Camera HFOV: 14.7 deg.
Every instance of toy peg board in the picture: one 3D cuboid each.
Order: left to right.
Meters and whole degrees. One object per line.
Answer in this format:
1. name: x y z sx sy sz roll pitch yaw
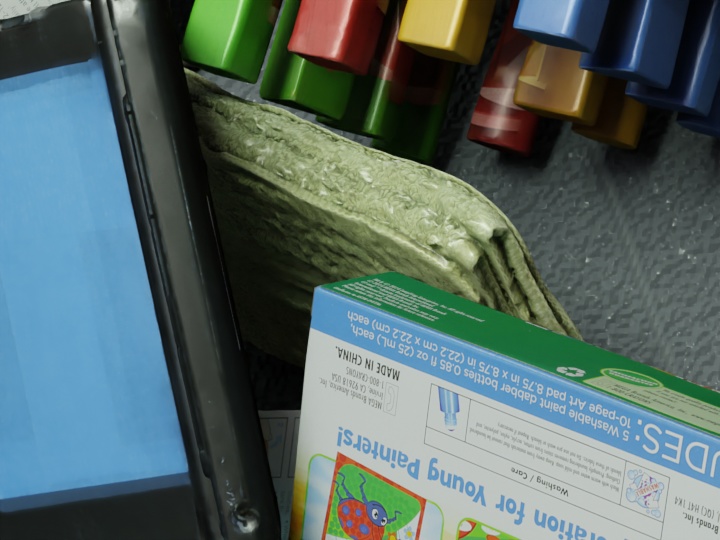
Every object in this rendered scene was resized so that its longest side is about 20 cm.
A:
1. toy peg board: 0.050 -0.089 1.003 0.198 0.200 0.098 15 88 32

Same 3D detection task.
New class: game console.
1. game console: -0.101 0.011 0.940 0.116 0.176 0.201 -13 93 -1

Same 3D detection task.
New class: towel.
1. towel: 0.000 0.000 1.005 0.199 0.149 0.037 21 61 38

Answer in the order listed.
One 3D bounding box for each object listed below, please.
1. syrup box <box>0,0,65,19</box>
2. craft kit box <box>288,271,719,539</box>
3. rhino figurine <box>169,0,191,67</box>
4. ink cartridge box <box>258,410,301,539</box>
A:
1. syrup box: -0.123 -0.148 1.146 0.200 0.082 0.079 -48 33 -20
2. craft kit box: 0.059 0.122 0.866 0.199 0.048 0.199 21 109 38
3. rhino figurine: -0.116 -0.045 1.142 0.087 0.060 0.201 1 59 34
4. ink cartridge box: -0.066 0.107 1.028 0.199 0.050 0.110 -2 71 25
